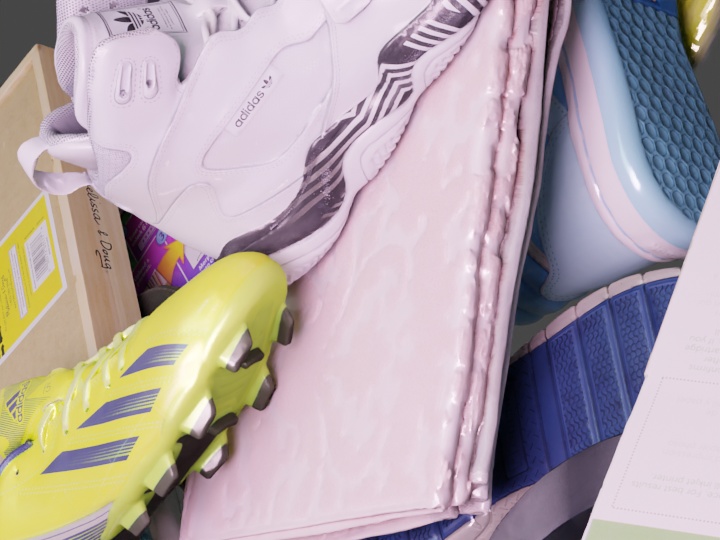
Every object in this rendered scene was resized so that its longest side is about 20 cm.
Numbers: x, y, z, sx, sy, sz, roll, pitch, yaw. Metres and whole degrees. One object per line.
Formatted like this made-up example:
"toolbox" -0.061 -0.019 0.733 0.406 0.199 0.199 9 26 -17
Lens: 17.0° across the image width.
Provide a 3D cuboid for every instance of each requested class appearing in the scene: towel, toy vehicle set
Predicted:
"towel" 0.000 0.000 0.858 0.191 0.032 0.201 -17 59 57
"toy vehicle set" -0.143 0.018 1.004 0.124 0.026 0.201 -45 43 32

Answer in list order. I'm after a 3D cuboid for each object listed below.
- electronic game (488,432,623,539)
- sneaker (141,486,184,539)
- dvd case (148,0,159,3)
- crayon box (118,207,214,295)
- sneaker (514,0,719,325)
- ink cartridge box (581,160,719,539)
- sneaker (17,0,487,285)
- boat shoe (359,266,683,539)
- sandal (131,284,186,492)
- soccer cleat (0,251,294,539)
"electronic game" 0.112 0.145 0.742 0.199 0.042 0.201 4 97 34
"sneaker" -0.101 0.089 1.024 0.077 0.081 0.200 -49 48 27
"dvd case" -0.067 -0.175 0.885 0.150 0.200 0.025 -30 17 35
"crayon box" -0.042 -0.041 1.019 0.200 0.058 0.119 -54 43 22
"sneaker" 0.055 -0.072 0.902 0.130 0.079 0.201 -34 52 36
"ink cartridge box" 0.148 0.048 0.675 0.145 0.048 0.201 6 55 28
"sneaker" -0.032 -0.090 0.812 0.200 0.114 0.075 -59 31 23
"boat shoe" 0.086 0.056 0.820 0.200 0.072 0.073 -25 57 37
"sandal" -0.028 0.087 0.947 0.080 0.057 0.201 -40 65 11
"soccer cleat" -0.095 0.058 0.867 0.084 0.065 0.200 44 124 12
